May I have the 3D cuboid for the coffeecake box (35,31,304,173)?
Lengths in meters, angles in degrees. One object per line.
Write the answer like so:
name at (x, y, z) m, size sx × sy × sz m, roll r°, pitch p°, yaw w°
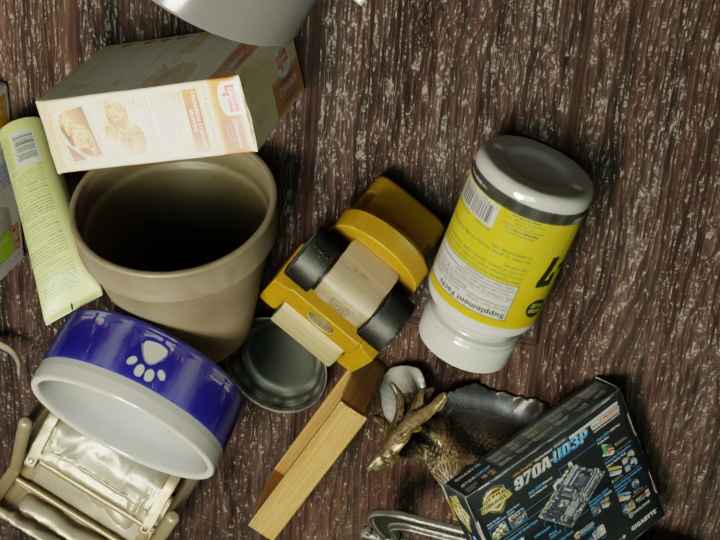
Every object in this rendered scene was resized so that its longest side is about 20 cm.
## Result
coffeecake box at (-0.169, -0.161, 1.190) m, size 0.197 × 0.154 × 0.074 m, roll -4°, pitch 117°, yaw 18°

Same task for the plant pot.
plant pot at (-0.171, -0.004, 1.267) m, size 0.197 × 0.201 × 0.175 m, roll 8°, pitch 135°, yaw 11°

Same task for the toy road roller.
toy road roller at (0.000, 0.000, 1.263) m, size 0.123 × 0.147 × 0.200 m, roll 39°, pitch 157°, yaw -4°

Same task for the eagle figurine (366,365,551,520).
eagle figurine at (0.105, 0.191, 1.330) m, size 0.198 × 0.153 × 0.151 m, roll 20°, pitch 171°, yaw -32°

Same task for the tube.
tube at (-0.311, -0.052, 1.289) m, size 0.202 × 0.051 × 0.058 m, roll 71°, pitch 156°, yaw 15°

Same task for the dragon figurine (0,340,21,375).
dragon figurine at (-0.464, 0.086, 1.457) m, size 0.198 × 0.059 × 0.100 m, roll 25°, pitch 121°, yaw 3°

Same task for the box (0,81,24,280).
box at (-0.421, -0.086, 1.325) m, size 0.100 × 0.113 × 0.203 m, roll 8°, pitch 117°, yaw 11°

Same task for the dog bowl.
dog bowl at (-0.217, 0.123, 1.272) m, size 0.198 × 0.079 × 0.201 m, roll 20°, pitch 155°, yaw 10°

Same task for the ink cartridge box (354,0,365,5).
ink cartridge box at (-0.020, -0.352, 1.053) m, size 0.199 × 0.146 × 0.147 m, roll 38°, pitch 121°, yaw -6°

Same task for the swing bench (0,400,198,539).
swing bench at (-0.288, 0.227, 1.439) m, size 0.198 × 0.130 × 0.201 m, roll 32°, pitch 134°, yaw -3°

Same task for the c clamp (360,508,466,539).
c clamp at (0.086, 0.291, 1.378) m, size 0.197 × 0.027 × 0.171 m, roll 9°, pitch 151°, yaw 21°

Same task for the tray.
tray at (-0.045, 0.185, 1.366) m, size 0.037 × 0.099 × 0.201 m, roll 33°, pitch 121°, yaw -5°

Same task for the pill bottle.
pill bottle at (0.129, -0.012, 1.206) m, size 0.113 × 0.115 × 0.202 m, roll 22°, pitch 121°, yaw 3°

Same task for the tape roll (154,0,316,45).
tape roll at (-0.122, -0.277, 1.081) m, size 0.199 × 0.201 × 0.066 m, roll 34°, pitch 119°, yaw -4°

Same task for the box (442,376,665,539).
box at (0.195, 0.227, 1.279) m, size 0.199 × 0.046 × 0.160 m, roll -32°, pitch 112°, yaw -18°

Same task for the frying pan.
frying pan at (-0.122, 0.095, 1.381) m, size 0.187 × 0.031 × 0.116 m, roll 4°, pitch 117°, yaw 18°
